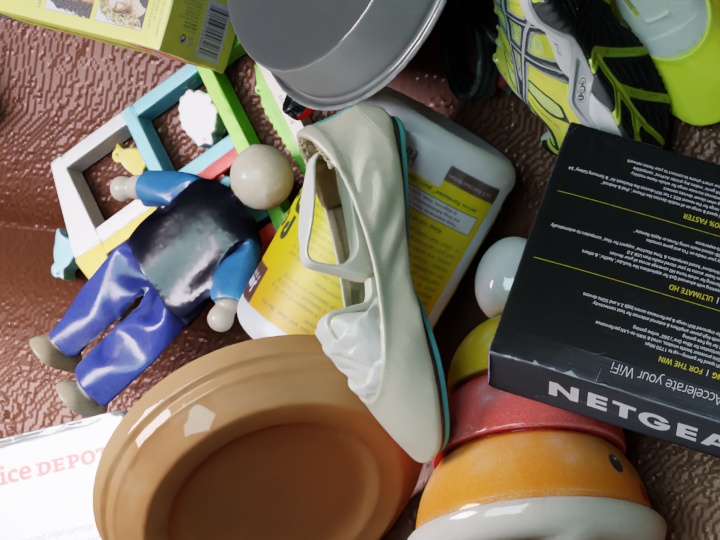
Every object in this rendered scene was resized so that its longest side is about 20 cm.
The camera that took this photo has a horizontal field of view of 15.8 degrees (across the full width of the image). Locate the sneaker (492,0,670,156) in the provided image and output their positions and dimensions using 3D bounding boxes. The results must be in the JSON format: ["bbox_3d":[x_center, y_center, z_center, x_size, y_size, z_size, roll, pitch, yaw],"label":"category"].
[{"bbox_3d":[0.099,-0.140,1.444,0.076,0.075,0.201,-9,116,39],"label":"sneaker"}]

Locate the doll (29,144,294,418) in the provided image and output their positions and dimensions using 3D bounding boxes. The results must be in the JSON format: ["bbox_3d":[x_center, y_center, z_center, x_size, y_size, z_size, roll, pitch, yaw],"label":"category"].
[{"bbox_3d":[-0.119,-0.005,1.586,0.200,0.048,0.137,-44,58,15],"label":"doll"}]

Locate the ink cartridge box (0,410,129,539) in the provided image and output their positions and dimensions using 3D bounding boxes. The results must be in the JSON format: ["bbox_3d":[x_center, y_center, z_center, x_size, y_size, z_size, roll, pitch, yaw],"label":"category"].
[{"bbox_3d":[-0.168,0.198,1.591,0.143,0.084,0.202,-14,79,24],"label":"ink cartridge box"}]

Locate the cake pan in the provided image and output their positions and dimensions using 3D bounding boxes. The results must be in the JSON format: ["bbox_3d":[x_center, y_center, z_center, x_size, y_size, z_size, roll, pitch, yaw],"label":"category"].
[{"bbox_3d":[-0.013,-0.192,1.456,0.200,0.037,0.202,-21,63,48],"label":"cake pan"}]

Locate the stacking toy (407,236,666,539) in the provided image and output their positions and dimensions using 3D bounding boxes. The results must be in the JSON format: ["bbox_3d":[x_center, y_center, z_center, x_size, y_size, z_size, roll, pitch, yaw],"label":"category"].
[{"bbox_3d":[0.092,0.073,1.460,0.145,0.146,0.202,-14,67,24],"label":"stacking toy"}]

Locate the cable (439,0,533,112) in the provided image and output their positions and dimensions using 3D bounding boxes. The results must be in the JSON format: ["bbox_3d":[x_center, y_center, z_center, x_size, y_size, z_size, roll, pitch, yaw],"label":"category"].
[{"bbox_3d":[0.067,-0.179,1.556,0.097,0.050,0.201,-52,52,31],"label":"cable"}]

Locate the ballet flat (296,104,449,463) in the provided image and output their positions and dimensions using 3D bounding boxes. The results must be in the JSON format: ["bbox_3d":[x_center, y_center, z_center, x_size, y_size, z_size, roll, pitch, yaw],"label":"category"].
[{"bbox_3d":[0.000,0.009,1.422,0.069,0.069,0.202,-13,80,24],"label":"ballet flat"}]

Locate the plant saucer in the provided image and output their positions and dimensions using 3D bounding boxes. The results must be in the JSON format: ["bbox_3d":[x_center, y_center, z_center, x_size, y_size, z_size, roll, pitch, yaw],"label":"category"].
[{"bbox_3d":[-0.054,0.124,1.482,0.200,0.200,0.038,-43,42,15],"label":"plant saucer"}]

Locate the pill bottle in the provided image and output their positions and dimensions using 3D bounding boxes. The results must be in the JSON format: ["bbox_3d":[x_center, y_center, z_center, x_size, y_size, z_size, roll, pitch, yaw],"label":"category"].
[{"bbox_3d":[0.000,0.000,1.517,0.109,0.109,0.201,33,98,25],"label":"pill bottle"}]

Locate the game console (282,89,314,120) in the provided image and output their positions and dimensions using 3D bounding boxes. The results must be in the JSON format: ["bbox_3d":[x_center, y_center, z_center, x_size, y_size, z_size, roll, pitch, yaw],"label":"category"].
[{"bbox_3d":[-0.021,-0.220,1.523,0.118,0.173,0.200,31,119,-9],"label":"game console"}]

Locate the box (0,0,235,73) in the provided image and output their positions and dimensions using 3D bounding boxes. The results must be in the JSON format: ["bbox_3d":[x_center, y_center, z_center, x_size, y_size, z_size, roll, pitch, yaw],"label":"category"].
[{"bbox_3d":[-0.175,-0.172,1.632,0.199,0.075,0.051,16,91,33],"label":"box"}]

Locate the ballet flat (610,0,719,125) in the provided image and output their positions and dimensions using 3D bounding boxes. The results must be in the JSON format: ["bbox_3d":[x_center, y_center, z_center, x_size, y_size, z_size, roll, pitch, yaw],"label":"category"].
[{"bbox_3d":[0.161,-0.178,1.481,0.066,0.067,0.201,-22,75,20],"label":"ballet flat"}]

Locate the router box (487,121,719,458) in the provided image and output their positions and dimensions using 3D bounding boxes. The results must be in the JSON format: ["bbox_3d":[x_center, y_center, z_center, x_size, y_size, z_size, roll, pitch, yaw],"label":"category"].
[{"bbox_3d":[0.184,0.018,1.400,0.199,0.051,0.150,17,66,12],"label":"router box"}]

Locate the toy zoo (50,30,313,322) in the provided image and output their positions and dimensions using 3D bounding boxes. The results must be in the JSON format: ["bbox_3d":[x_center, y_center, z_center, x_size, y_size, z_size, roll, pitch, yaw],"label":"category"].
[{"bbox_3d":[-0.115,-0.049,1.629,0.199,0.020,0.132,-34,70,19],"label":"toy zoo"}]
